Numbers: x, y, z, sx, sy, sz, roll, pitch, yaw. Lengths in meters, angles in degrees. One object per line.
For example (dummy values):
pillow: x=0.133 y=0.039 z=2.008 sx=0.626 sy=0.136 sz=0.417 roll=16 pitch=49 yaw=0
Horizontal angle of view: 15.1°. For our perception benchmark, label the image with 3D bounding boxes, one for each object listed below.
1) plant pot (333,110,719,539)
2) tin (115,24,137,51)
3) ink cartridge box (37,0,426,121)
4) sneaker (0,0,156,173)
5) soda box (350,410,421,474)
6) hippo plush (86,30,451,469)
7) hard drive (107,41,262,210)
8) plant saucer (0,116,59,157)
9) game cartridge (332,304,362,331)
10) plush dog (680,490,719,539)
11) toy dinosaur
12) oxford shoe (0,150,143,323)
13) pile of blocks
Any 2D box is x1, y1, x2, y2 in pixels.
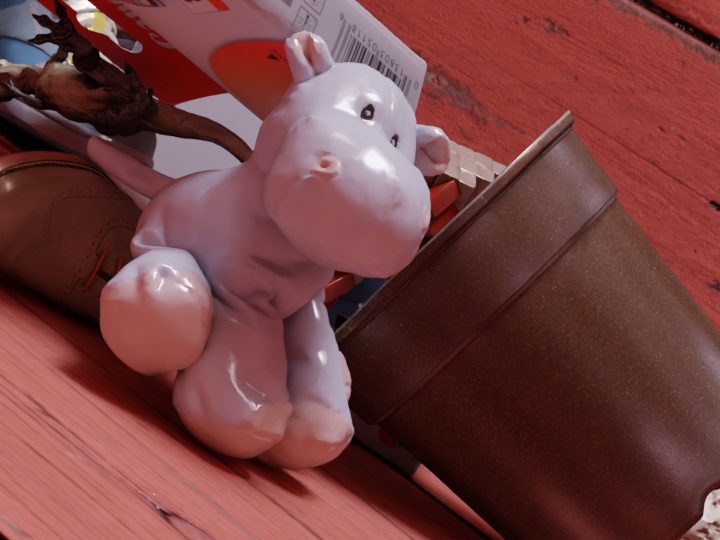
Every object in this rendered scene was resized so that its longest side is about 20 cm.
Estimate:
plant pot: x=0.102 y=0.057 z=1.430 sx=0.198 sy=0.200 sz=0.200 roll=48 pitch=6 yaw=1
tin: x=-0.154 y=-0.102 z=1.673 sx=0.111 sy=0.042 sz=0.200 roll=-4 pitch=-31 yaw=-6
ink cartridge box: x=-0.090 y=-0.118 z=1.365 sx=0.199 sy=0.050 sz=0.162 roll=-7 pitch=-35 yaw=43
sneaker: x=-0.157 y=-0.139 z=1.520 sx=0.200 sy=0.131 sz=0.079 roll=37 pitch=7 yaw=41
soda box: x=0.022 y=0.064 z=1.616 sx=0.068 sy=0.064 sz=0.200 roll=31 pitch=5 yaw=0
hippo plush: x=-0.023 y=-0.013 z=1.297 sx=0.159 sy=0.161 sz=0.200 roll=43 pitch=19 yaw=-25
hard drive: x=-0.075 y=-0.065 z=1.629 sx=0.026 sy=0.132 sz=0.200 roll=14 pitch=-24 yaw=45
plant saucer: x=-0.233 y=-0.083 z=1.480 sx=0.199 sy=0.037 sz=0.200 roll=33 pitch=6 yaw=9
game cartridge: x=-0.029 y=0.026 z=1.831 sx=0.199 sy=0.041 sz=0.133 roll=31 pitch=1 yaw=-11
plush dog: x=0.223 y=0.148 z=1.670 sx=0.171 sy=0.161 sz=0.200 roll=-10 pitch=35 yaw=-45
toy dinosaur: x=-0.130 y=-0.090 z=1.407 sx=0.199 sy=0.048 sz=0.088 roll=21 pitch=-17 yaw=19
oxford shoe: x=-0.126 y=-0.005 z=1.377 sx=0.074 sy=0.071 sz=0.200 roll=39 pitch=9 yaw=35
pile of blocks: x=0.000 y=0.000 z=1.574 sx=0.082 sy=0.199 sz=0.062 roll=45 pitch=29 yaw=-25
